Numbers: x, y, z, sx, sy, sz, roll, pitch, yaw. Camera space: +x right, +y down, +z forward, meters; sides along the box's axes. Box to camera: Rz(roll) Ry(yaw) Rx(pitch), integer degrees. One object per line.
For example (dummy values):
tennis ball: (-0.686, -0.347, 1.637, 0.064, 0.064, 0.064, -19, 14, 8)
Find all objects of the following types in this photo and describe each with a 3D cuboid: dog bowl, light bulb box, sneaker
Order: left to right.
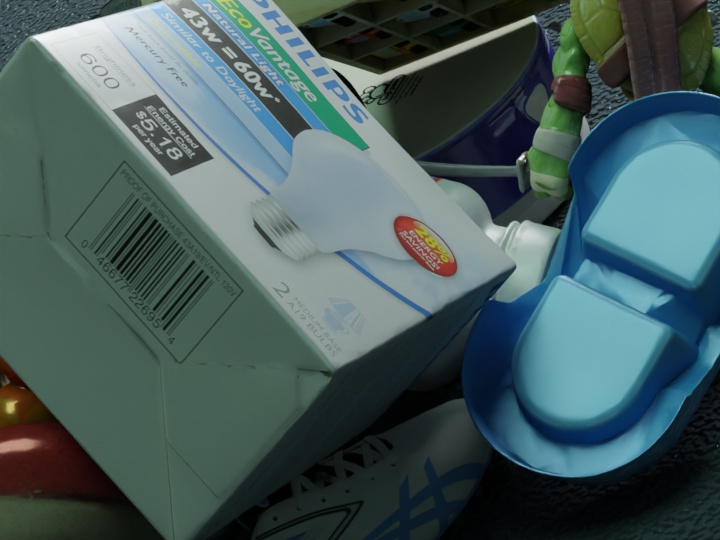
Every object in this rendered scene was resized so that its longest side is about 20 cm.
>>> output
light bulb box: (-0.065, -0.010, 1.132, 0.125, 0.198, 0.200, -47, -9, 28)
sneaker: (-0.020, 0.117, 1.206, 0.199, 0.073, 0.072, -33, 27, -12)
dog bowl: (0.029, -0.074, 1.468, 0.199, 0.079, 0.201, -21, 29, 12)
dog bowl: (0.130, 0.013, 1.192, 0.111, 0.050, 0.201, 26, 79, 27)

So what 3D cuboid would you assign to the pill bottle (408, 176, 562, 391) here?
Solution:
pill bottle: (0.000, 0.000, 1.286, 0.198, 0.109, 0.109, 13, 41, 14)

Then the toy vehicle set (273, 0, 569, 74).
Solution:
toy vehicle set: (0.033, -0.148, 1.356, 0.123, 0.027, 0.200, -21, -7, 17)

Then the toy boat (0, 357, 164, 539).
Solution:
toy boat: (-0.154, 0.070, 1.175, 0.130, 0.132, 0.200, 8, 4, -26)

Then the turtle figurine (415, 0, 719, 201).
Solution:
turtle figurine: (0.151, -0.084, 1.316, 0.144, 0.194, 0.200, -29, -21, -53)

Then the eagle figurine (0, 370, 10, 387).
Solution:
eagle figurine: (-0.243, 0.066, 1.362, 0.151, 0.152, 0.199, -26, 12, -31)

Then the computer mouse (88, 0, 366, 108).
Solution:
computer mouse: (-0.068, -0.104, 1.378, 0.199, 0.141, 0.046, -11, 21, 49)
